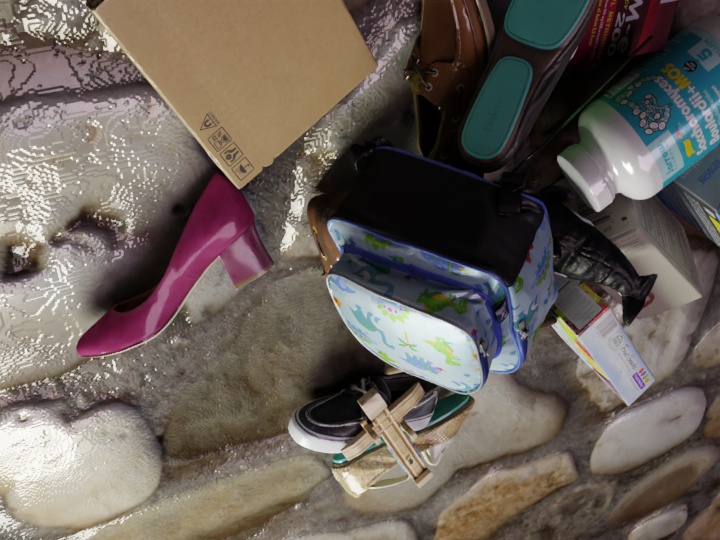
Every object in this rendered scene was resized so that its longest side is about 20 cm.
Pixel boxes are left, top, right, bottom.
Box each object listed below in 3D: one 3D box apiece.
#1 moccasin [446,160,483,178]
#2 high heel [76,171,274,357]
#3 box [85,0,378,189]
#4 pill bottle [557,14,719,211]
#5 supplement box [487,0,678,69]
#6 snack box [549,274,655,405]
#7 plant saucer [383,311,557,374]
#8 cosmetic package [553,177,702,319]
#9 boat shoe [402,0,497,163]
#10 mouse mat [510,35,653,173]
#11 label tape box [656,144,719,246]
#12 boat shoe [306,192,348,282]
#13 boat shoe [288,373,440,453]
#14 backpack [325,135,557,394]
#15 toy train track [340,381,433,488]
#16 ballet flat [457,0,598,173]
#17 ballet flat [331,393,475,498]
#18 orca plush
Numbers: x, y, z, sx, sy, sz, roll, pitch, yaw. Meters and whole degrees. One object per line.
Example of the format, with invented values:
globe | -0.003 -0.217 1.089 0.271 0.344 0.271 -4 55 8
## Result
moccasin | 0.089 -0.017 0.904 0.067 0.081 0.203 -8 131 -24
high heel | -0.180 -0.002 0.777 0.197 0.067 0.097 -30 108 -2
box | -0.087 -0.181 0.684 0.163 0.021 0.201 -41 136 -4
pill bottle | 0.293 -0.147 0.869 0.199 0.111 0.111 -38 137 4
supplement box | 0.197 -0.245 0.793 0.196 0.061 0.110 -16 133 -23
snack box | 0.259 0.060 1.036 0.053 0.143 0.200 -41 136 4
plant saucer | 0.116 0.072 0.962 0.196 0.030 0.200 -17 175 -2
cosmetic package | 0.305 -0.033 1.002 0.086 0.105 0.199 -25 143 30
boat shoe | 0.075 -0.171 0.768 0.067 0.072 0.202 -26 136 -12
mouse mat | 0.178 -0.126 0.817 0.200 0.008 0.161 -45 178 -23
label tape box | 0.380 -0.082 0.948 0.063 0.201 0.144 -46 137 8
boat shoe | 0.000 0.000 0.875 0.072 0.067 0.202 -51 142 -28
boat shoe | 0.010 0.153 1.006 0.197 0.072 0.069 -2 128 -33
backpack | 0.070 0.013 0.758 0.149 0.180 0.201 -60 149 -18
toy train track | 0.048 0.200 0.999 0.114 0.033 0.201 -40 137 -8
ballet flat | 0.139 -0.173 0.722 0.203 0.067 0.068 -61 158 6
ballet flat | 0.060 0.220 1.095 0.197 0.071 0.066 -25 98 -3
orca plush | 0.199 -0.012 0.894 0.106 0.200 0.071 -49 176 31
